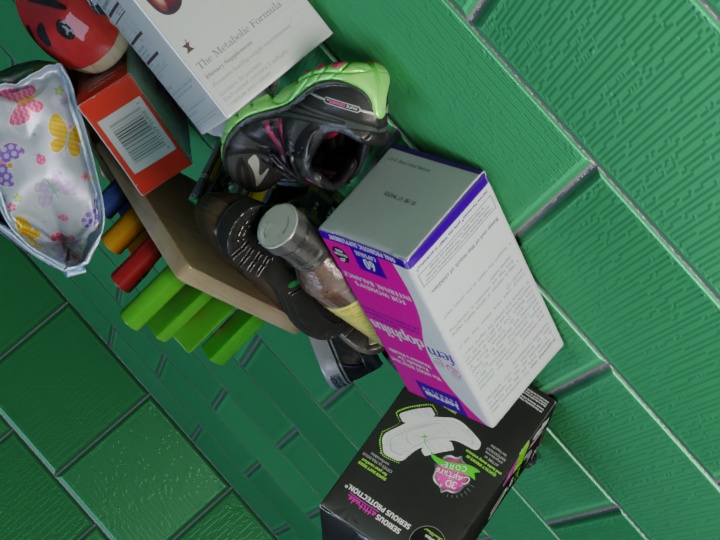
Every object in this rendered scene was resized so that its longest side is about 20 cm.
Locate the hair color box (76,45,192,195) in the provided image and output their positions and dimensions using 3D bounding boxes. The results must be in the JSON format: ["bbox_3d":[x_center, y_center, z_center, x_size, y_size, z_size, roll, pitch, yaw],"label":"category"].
[{"bbox_3d":[-0.221,-0.165,1.732,0.111,0.064,0.200,56,-172,-24],"label":"hair color box"}]

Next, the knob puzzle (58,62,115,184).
[{"bbox_3d":[-0.276,-0.177,1.853,0.220,0.030,0.220,-18,-90,-76],"label":"knob puzzle"}]

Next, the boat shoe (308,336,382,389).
[{"bbox_3d":[-0.033,0.018,1.776,0.074,0.068,0.199,53,-167,-61],"label":"boat shoe"}]

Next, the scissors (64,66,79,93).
[{"bbox_3d":[-0.261,-0.181,1.820,0.073,0.014,0.200,60,-172,7],"label":"scissors"}]

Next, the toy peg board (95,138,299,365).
[{"bbox_3d":[-0.184,-0.009,1.775,0.200,0.098,0.199,29,-160,-53],"label":"toy peg board"}]

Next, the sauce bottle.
[{"bbox_3d":[-0.008,0.006,1.443,0.065,0.065,0.200,35,179,42],"label":"sauce bottle"}]

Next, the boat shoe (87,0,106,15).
[{"bbox_3d":[-0.256,-0.292,1.537,0.075,0.062,0.200,76,171,-64],"label":"boat shoe"}]

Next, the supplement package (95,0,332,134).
[{"bbox_3d":[-0.136,-0.222,1.387,0.200,0.114,0.110,51,166,-8],"label":"supplement package"}]

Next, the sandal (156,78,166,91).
[{"bbox_3d":[-0.179,-0.194,1.701,0.203,0.050,0.082,49,165,-3],"label":"sandal"}]

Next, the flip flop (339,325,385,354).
[{"bbox_3d":[-0.025,0.011,1.714,0.200,0.081,0.058,43,159,36],"label":"flip flop"}]

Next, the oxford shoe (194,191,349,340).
[{"bbox_3d":[-0.068,-0.011,1.487,0.084,0.073,0.200,30,167,43],"label":"oxford shoe"}]

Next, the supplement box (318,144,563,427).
[{"bbox_3d":[0.067,0.014,1.403,0.101,0.103,0.200,20,151,44],"label":"supplement box"}]

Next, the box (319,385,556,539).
[{"bbox_3d":[0.068,0.185,1.614,0.124,0.200,0.149,34,162,12],"label":"box"}]

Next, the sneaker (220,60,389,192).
[{"bbox_3d":[-0.046,-0.097,1.385,0.200,0.077,0.084,-28,68,54],"label":"sneaker"}]

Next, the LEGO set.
[{"bbox_3d":[-0.042,-0.077,1.552,0.154,0.116,0.200,36,161,-33],"label":"LEGO set"}]

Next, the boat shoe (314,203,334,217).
[{"bbox_3d":[0.000,0.000,1.642,0.200,0.067,0.074,38,162,35],"label":"boat shoe"}]

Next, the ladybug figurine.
[{"bbox_3d":[-0.268,-0.254,1.661,0.200,0.072,0.136,23,108,57],"label":"ladybug figurine"}]

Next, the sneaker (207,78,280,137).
[{"bbox_3d":[-0.128,-0.217,1.501,0.092,0.076,0.200,-30,90,44],"label":"sneaker"}]

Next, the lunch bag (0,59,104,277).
[{"bbox_3d":[-0.320,-0.095,1.722,0.170,0.127,0.200,-151,43,-72],"label":"lunch bag"}]

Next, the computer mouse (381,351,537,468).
[{"bbox_3d":[0.098,0.119,1.741,0.200,0.034,0.059,44,138,1],"label":"computer mouse"}]
